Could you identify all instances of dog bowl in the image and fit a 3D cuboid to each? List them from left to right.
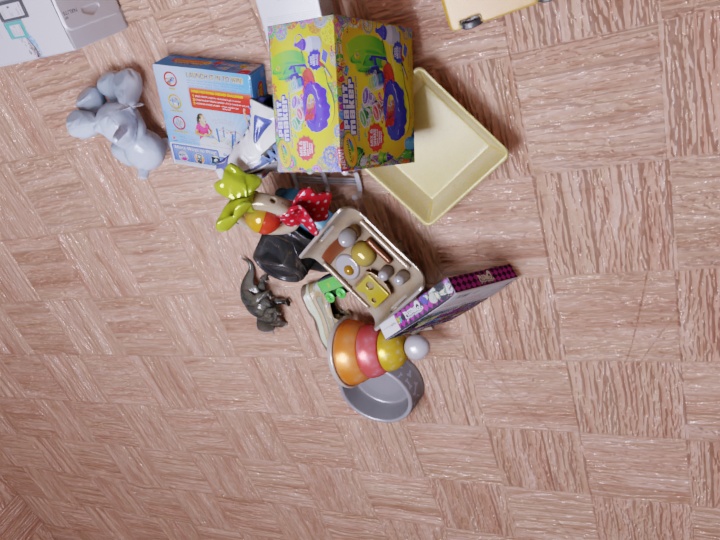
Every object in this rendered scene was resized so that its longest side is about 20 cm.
[{"bbox_3d":[0.041,0.263,1.412,0.200,0.059,0.200,13,129,17],"label":"dog bowl"}]

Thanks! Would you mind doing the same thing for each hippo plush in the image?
[{"bbox_3d":[-0.435,-0.279,1.202,0.200,0.160,0.161,16,162,33],"label":"hippo plush"}]

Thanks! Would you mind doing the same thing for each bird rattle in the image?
[{"bbox_3d":[-0.156,-0.108,1.086,0.200,0.113,0.163,5,165,-20],"label":"bird rattle"}]

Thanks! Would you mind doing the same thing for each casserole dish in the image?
[{"bbox_3d":[-0.086,-0.081,1.187,0.200,0.039,0.121,37,156,-15],"label":"casserole dish"}]

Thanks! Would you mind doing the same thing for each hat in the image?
[{"bbox_3d":[-0.154,-0.028,1.229,0.200,0.081,0.201,28,162,10],"label":"hat"}]

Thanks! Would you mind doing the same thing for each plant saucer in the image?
[{"bbox_3d":[0.110,-0.203,1.030,0.200,0.048,0.200,41,128,-9],"label":"plant saucer"}]

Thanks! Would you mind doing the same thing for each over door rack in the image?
[{"bbox_3d":[-0.084,-0.214,1.107,0.147,0.067,0.200,5,126,21],"label":"over door rack"}]

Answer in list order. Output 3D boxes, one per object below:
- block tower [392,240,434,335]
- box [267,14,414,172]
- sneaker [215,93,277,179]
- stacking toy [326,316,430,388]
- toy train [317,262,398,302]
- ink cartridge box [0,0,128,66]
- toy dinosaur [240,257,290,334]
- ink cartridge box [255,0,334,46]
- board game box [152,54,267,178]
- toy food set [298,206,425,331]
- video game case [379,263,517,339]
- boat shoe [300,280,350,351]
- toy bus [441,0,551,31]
[{"bbox_3d":[0.089,0.033,1.218,0.058,0.054,0.200,-12,119,33],"label":"block tower"},{"bbox_3d":[-0.022,-0.251,0.914,0.122,0.192,0.201,7,107,36],"label":"box"},{"bbox_3d":[-0.165,-0.233,1.067,0.199,0.081,0.115,-16,92,34],"label":"sneaker"},{"bbox_3d":[0.046,0.161,1.252,0.200,0.146,0.146,-7,121,31],"label":"stacking toy"},{"bbox_3d":[-0.001,0.009,1.183,0.200,0.042,0.056,-22,102,36],"label":"toy train"},{"bbox_3d":[-0.550,-0.460,1.089,0.200,0.147,0.146,0,123,25],"label":"ink cartridge box"},{"bbox_3d":[-0.223,0.067,1.379,0.102,0.077,0.200,-24,115,29],"label":"toy dinosaur"},{"bbox_3d":[-0.091,-0.372,1.003,0.109,0.050,0.200,2,126,24],"label":"ink cartridge box"},{"bbox_3d":[-0.265,-0.282,1.148,0.200,0.056,0.196,12,128,17],"label":"board game box"},{"bbox_3d":[0.000,0.000,1.111,0.200,0.060,0.144,45,125,2],"label":"toy food set"},{"bbox_3d":[0.159,0.055,1.117,0.181,0.200,0.036,-40,70,41],"label":"video game case"},{"bbox_3d":[-0.055,0.109,1.340,0.076,0.072,0.200,-18,118,17],"label":"boat shoe"},{"bbox_3d":[0.210,-0.386,0.830,0.200,0.078,0.065,-9,121,30],"label":"toy bus"}]
